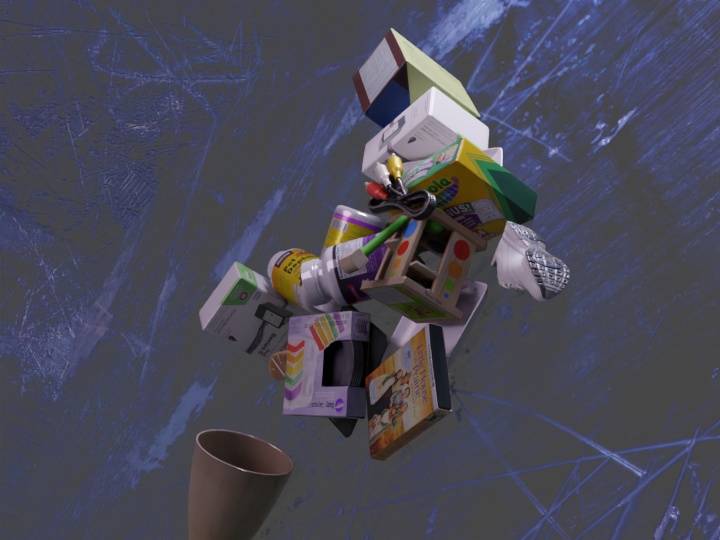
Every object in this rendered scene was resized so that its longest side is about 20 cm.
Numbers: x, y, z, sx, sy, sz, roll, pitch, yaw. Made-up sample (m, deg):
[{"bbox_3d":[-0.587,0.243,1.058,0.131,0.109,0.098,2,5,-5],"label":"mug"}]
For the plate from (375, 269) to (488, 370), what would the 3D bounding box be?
[{"bbox_3d":[0.121,0.103,1.488,0.200,0.032,0.200,-61,24,-6],"label":"plate"}]

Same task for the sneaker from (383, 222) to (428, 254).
[{"bbox_3d":[0.068,-0.042,1.685,0.200,0.091,0.076,-52,25,19],"label":"sneaker"}]

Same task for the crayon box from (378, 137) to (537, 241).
[{"bbox_3d":[0.159,-0.115,1.495,0.200,0.172,0.058,-28,38,49],"label":"crayon box"}]

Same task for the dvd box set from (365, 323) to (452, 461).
[{"bbox_3d":[0.071,0.192,1.414,0.200,0.029,0.147,-46,39,46],"label":"dvd box set"}]

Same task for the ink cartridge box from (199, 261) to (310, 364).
[{"bbox_3d":[-0.221,0.097,1.940,0.146,0.200,0.084,-53,27,12],"label":"ink cartridge box"}]

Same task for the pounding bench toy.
[{"bbox_3d":[0.077,-0.031,1.445,0.124,0.200,0.157,-10,53,58],"label":"pounding bench toy"}]

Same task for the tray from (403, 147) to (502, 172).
[{"bbox_3d":[0.158,-0.159,1.623,0.199,0.022,0.108,-7,54,19],"label":"tray"}]

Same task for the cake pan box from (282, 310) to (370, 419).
[{"bbox_3d":[-0.059,0.169,1.613,0.200,0.052,0.185,-7,78,50],"label":"cake pan box"}]

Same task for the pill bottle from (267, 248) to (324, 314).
[{"bbox_3d":[-0.114,0.019,1.865,0.200,0.109,0.110,24,83,55],"label":"pill bottle"}]

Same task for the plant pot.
[{"bbox_3d":[-0.241,0.422,1.663,0.187,0.187,0.201,35,107,66],"label":"plant pot"}]

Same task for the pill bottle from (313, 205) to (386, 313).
[{"bbox_3d":[-0.026,-0.016,1.726,0.104,0.104,0.201,28,101,66],"label":"pill bottle"}]

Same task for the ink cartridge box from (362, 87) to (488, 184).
[{"bbox_3d":[0.121,-0.227,1.711,0.200,0.145,0.084,-36,34,41],"label":"ink cartridge box"}]

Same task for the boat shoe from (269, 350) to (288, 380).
[{"bbox_3d":[-0.083,0.178,1.734,0.199,0.069,0.074,-3,85,37],"label":"boat shoe"}]

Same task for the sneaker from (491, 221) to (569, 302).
[{"bbox_3d":[0.247,0.003,1.340,0.087,0.074,0.200,-63,15,20],"label":"sneaker"}]

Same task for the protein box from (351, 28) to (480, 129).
[{"bbox_3d":[0.108,-0.350,1.829,0.135,0.198,0.200,-48,26,21],"label":"protein box"}]

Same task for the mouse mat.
[{"bbox_3d":[-0.024,0.174,1.614,0.161,0.008,0.201,38,111,51],"label":"mouse mat"}]

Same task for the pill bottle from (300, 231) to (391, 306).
[{"bbox_3d":[0.000,0.000,1.612,0.199,0.112,0.112,-15,39,13],"label":"pill bottle"}]

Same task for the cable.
[{"bbox_3d":[0.052,-0.118,1.427,0.097,0.050,0.200,-49,25,9],"label":"cable"}]
